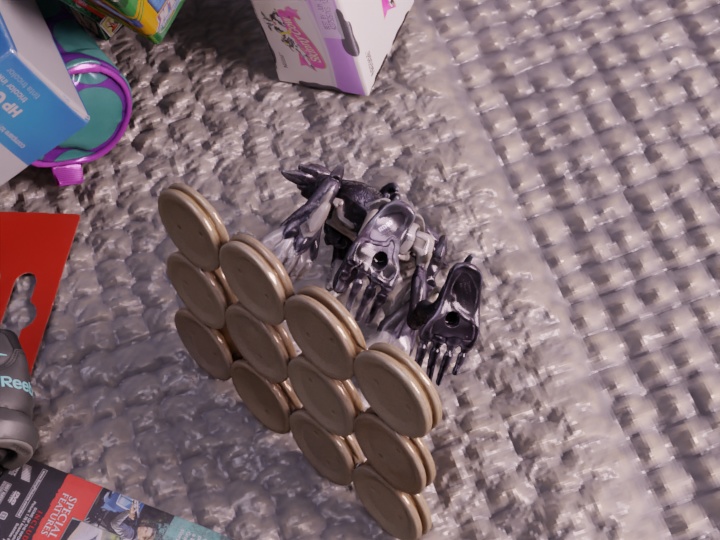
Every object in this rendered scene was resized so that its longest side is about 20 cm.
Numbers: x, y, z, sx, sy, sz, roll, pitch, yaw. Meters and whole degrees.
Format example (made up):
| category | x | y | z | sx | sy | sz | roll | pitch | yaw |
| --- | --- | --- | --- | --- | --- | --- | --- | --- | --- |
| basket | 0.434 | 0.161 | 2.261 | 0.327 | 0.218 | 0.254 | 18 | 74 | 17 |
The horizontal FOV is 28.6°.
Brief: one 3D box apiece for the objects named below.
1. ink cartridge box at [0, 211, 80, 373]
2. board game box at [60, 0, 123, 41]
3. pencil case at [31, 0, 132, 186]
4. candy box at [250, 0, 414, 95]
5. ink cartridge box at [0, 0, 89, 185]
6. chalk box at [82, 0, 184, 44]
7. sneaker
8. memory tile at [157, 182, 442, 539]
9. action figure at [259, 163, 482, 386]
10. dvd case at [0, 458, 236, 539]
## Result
| category | x | y | z | sx | sy | sz | roll | pitch | yaw |
| --- | --- | --- | --- | --- | --- | --- | --- | --- | --- |
| ink cartridge box | -0.294 | 0.013 | 0.884 | 0.199 | 0.057 | 0.163 | 0 | 57 | 17 |
| board game box | -0.221 | -0.250 | 1.056 | 0.200 | 0.023 | 0.105 | 33 | 71 | 28 |
| pencil case | -0.236 | -0.150 | 0.955 | 0.085 | 0.093 | 0.200 | -9 | 43 | -41 |
| candy box | -0.005 | -0.245 | 0.919 | 0.071 | 0.168 | 0.200 | 13 | 61 | 22 |
| ink cartridge box | -0.284 | -0.099 | 0.851 | 0.200 | 0.085 | 0.145 | -35 | 57 | 7 |
| chalk box | -0.154 | -0.228 | 0.875 | 0.125 | 0.200 | 0.124 | 30 | 89 | 2 |
| sneaker | -0.278 | 0.085 | 0.809 | 0.199 | 0.075 | 0.080 | -9 | 65 | 7 |
| memory tile | -0.034 | 0.049 | 0.743 | 0.017 | 0.154 | 0.200 | -37 | 59 | -27 |
| action figure | 0.000 | 0.000 | 0.783 | 0.119 | 0.200 | 0.102 | 34 | 93 | -14 |
| dvd case | -0.138 | 0.192 | 0.749 | 0.199 | 0.022 | 0.146 | 16 | 62 | 22 |
